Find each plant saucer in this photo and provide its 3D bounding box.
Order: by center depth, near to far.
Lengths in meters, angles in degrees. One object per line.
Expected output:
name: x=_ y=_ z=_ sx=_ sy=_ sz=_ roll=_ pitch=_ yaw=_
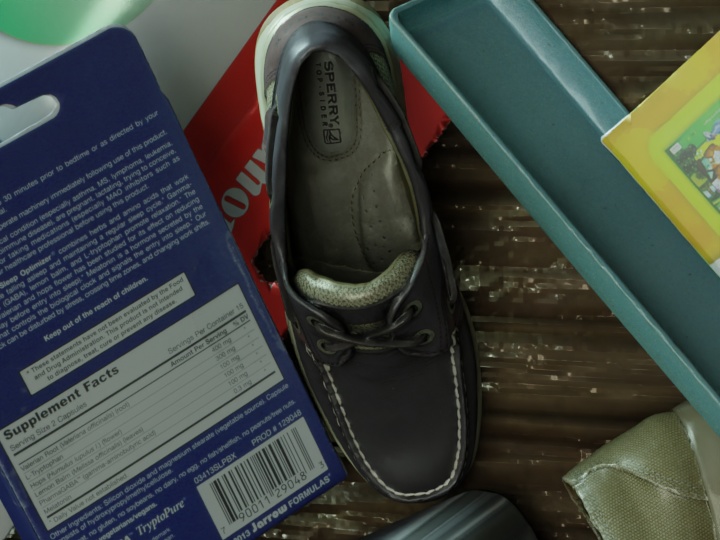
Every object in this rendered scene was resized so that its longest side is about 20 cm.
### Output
plant saucer: x=0.090 y=-0.024 z=0.766 sx=0.200 sy=0.070 sz=0.019 roll=51 pitch=135 yaw=9

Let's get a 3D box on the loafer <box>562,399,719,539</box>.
loafer: x=0.118 y=0.147 z=0.749 sx=0.067 sy=0.076 sz=0.201 roll=-12 pitch=71 yaw=5

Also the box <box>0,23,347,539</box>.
box: x=-0.096 y=0.022 z=0.784 sx=0.032 sy=0.121 sz=0.200 roll=13 pitch=131 yaw=61

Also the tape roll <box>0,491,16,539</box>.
tape roll: x=-0.232 y=0.035 z=0.795 sx=0.139 sy=0.202 sz=0.203 roll=-4 pitch=95 yaw=50

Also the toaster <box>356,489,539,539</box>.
toaster: x=0.015 y=0.194 z=0.787 sx=0.200 sy=0.119 sz=0.181 roll=-27 pitch=86 yaw=21

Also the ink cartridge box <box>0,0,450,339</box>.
ink cartridge box: x=-0.084 y=-0.069 z=0.829 sx=0.200 sy=0.050 sz=0.161 roll=43 pitch=109 yaw=15

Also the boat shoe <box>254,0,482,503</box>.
boat shoe: x=0.000 y=0.000 z=0.782 sx=0.072 sy=0.065 sz=0.201 roll=-8 pitch=107 yaw=8

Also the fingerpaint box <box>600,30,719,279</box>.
fingerpaint box: x=0.213 y=-0.049 z=0.708 sx=0.200 sy=0.073 sz=0.167 roll=-44 pitch=78 yaw=20
